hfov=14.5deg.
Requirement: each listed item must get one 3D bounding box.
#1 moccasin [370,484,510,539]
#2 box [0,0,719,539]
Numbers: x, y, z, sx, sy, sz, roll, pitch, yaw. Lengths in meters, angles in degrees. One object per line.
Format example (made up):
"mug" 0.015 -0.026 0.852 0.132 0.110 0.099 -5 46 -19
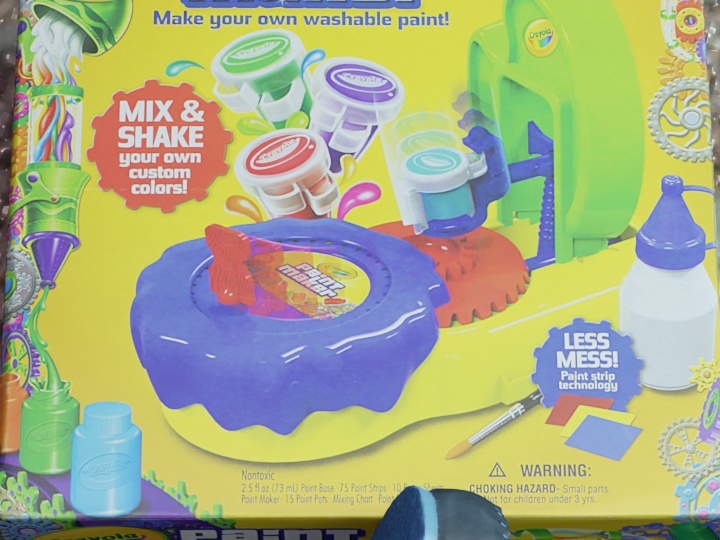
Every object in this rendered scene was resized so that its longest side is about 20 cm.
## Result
"moccasin" 0.018 0.144 0.767 0.068 0.201 0.081 11 33 -4
"box" 0.000 0.000 0.838 0.198 0.122 0.194 -1 67 0
